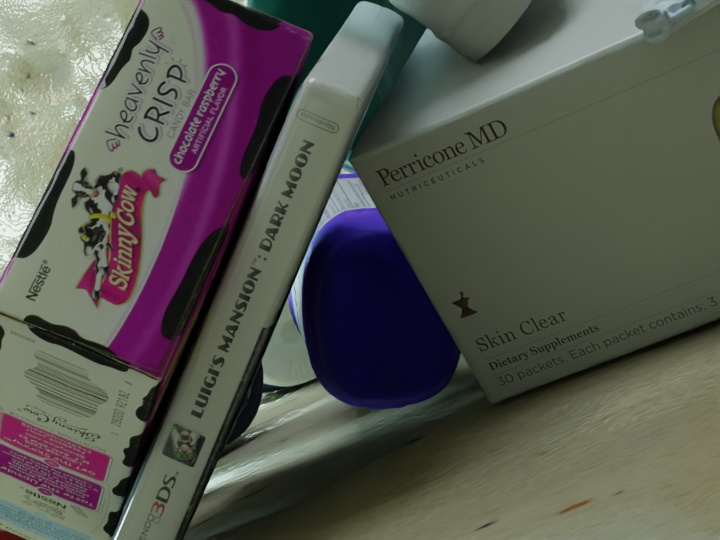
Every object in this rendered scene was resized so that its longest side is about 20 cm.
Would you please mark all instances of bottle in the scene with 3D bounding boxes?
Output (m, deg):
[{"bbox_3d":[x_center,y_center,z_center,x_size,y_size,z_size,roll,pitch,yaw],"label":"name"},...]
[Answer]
[{"bbox_3d":[0.000,0.000,1.038,0.065,0.084,0.200,-4,12,-6],"label":"bottle"}]

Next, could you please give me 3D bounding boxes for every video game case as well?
[{"bbox_3d":[-0.034,0.001,0.853,0.200,0.023,0.182,-71,4,-76],"label":"video game case"}]

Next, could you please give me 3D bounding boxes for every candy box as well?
[{"bbox_3d":[-0.082,0.007,0.829,0.200,0.061,0.136,113,180,-63],"label":"candy box"}]

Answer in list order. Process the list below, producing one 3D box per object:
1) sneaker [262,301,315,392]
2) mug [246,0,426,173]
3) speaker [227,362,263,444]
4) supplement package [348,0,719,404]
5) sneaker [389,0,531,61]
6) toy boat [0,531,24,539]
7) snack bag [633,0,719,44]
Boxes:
[{"bbox_3d":[-0.005,0.000,1.306,0.200,0.081,0.146,-31,10,-18],"label":"sneaker"},{"bbox_3d":[0.046,-0.099,1.116,0.152,0.185,0.114,-37,-17,14],"label":"mug"},{"bbox_3d":[-0.140,0.069,1.172,0.200,0.081,0.081,-23,4,45],"label":"speaker"},{"bbox_3d":[0.122,-0.063,0.873,0.200,0.111,0.156,-23,18,26],"label":"supplement package"},{"bbox_3d":[0.004,-0.149,0.908,0.074,0.116,0.200,-55,13,9],"label":"sneaker"},{"bbox_3d":[-0.162,0.045,1.014,0.200,0.131,0.131,-25,-41,11],"label":"toy boat"},{"bbox_3d":[0.180,-0.161,0.803,0.188,0.021,0.200,-27,23,23],"label":"snack bag"}]
